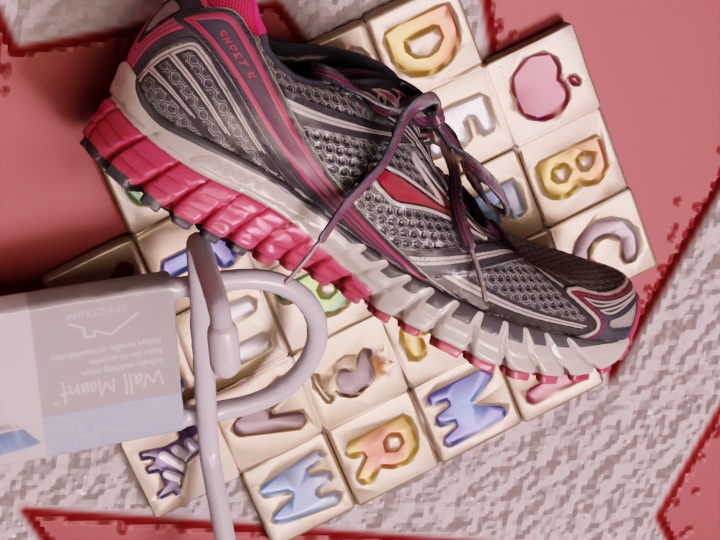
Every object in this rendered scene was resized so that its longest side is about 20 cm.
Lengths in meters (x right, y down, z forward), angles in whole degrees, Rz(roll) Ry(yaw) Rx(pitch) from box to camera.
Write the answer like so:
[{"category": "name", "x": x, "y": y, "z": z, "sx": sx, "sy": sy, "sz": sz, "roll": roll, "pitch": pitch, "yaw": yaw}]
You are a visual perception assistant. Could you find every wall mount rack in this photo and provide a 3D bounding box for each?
[{"category": "wall mount rack", "x": -0.100, "y": 0.075, "z": 0.917, "sx": 0.200, "sy": 0.075, "sz": 0.174, "roll": -10, "pitch": 129, "yaw": -10}]

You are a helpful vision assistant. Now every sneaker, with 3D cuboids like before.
[{"category": "sneaker", "x": 0.012, "y": -0.024, "z": 0.911, "sx": 0.200, "sy": 0.081, "sz": 0.075, "roll": 26, "pitch": 98, "yaw": -26}]

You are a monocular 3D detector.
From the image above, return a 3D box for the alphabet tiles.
[{"category": "alphabet tiles", "x": 0.000, "y": 0.000, "z": 0.964, "sx": 0.200, "sy": 0.006, "sz": 0.166, "roll": -26, "pitch": 116, "yaw": -9}]
